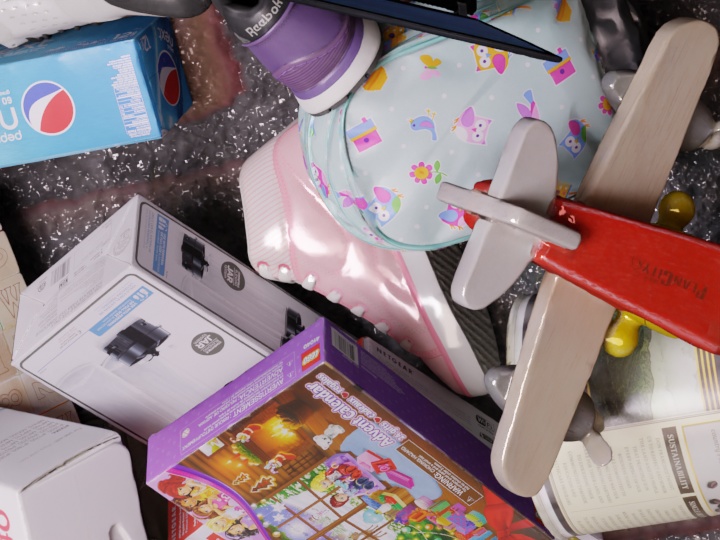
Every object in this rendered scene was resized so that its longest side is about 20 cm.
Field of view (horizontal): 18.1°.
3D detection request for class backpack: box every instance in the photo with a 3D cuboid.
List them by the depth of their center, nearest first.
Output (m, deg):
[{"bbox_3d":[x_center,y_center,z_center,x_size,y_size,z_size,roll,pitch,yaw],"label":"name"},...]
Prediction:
[{"bbox_3d":[0.062,-0.092,1.242,0.199,0.127,0.167,-21,101,-5],"label":"backpack"}]

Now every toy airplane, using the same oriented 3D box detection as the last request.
[{"bbox_3d":[0.128,-0.006,1.169,0.200,0.141,0.200,-25,100,-7],"label":"toy airplane"}]

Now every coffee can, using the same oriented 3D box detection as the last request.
[{"bbox_3d":[0.199,0.068,1.283,0.199,0.146,0.147,-11,108,18],"label":"coffee can"}]

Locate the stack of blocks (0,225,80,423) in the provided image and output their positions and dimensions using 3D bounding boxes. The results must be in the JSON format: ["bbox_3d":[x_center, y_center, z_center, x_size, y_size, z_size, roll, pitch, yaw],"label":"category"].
[{"bbox_3d":[-0.250,0.059,1.413,0.115,0.059,0.201,-13,100,47],"label":"stack of blocks"}]

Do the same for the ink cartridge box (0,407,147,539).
[{"bbox_3d":[-0.222,0.161,1.331,0.200,0.086,0.148,7,116,42],"label":"ink cartridge box"}]

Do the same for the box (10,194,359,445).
[{"bbox_3d":[-0.094,0.053,1.349,0.200,0.060,0.117,35,124,-30],"label":"box"}]

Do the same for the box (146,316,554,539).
[{"bbox_3d":[-0.004,0.125,1.282,0.137,0.039,0.200,-35,124,25],"label":"box"}]

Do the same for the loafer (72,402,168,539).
[{"bbox_3d":[-0.146,0.109,1.437,0.075,0.070,0.201,3,105,49],"label":"loafer"}]

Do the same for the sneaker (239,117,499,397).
[{"bbox_3d":[0.000,0.000,1.345,0.104,0.075,0.201,-28,95,18],"label":"sneaker"}]

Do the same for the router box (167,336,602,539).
[{"bbox_3d":[0.014,0.151,1.366,0.200,0.049,0.179,34,121,-29],"label":"router box"}]

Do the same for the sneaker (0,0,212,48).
[{"bbox_3d":[-0.178,-0.170,1.333,0.199,0.074,0.080,12,121,17],"label":"sneaker"}]

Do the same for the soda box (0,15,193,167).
[{"bbox_3d":[-0.208,-0.102,1.361,0.199,0.068,0.064,-8,109,17],"label":"soda box"}]

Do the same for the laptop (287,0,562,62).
[{"bbox_3d":[-0.002,-0.188,1.120,0.177,0.201,0.103,11,155,-22],"label":"laptop"}]

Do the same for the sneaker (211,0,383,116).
[{"bbox_3d":[-0.049,-0.166,1.225,0.088,0.200,0.076,38,102,-29],"label":"sneaker"}]
